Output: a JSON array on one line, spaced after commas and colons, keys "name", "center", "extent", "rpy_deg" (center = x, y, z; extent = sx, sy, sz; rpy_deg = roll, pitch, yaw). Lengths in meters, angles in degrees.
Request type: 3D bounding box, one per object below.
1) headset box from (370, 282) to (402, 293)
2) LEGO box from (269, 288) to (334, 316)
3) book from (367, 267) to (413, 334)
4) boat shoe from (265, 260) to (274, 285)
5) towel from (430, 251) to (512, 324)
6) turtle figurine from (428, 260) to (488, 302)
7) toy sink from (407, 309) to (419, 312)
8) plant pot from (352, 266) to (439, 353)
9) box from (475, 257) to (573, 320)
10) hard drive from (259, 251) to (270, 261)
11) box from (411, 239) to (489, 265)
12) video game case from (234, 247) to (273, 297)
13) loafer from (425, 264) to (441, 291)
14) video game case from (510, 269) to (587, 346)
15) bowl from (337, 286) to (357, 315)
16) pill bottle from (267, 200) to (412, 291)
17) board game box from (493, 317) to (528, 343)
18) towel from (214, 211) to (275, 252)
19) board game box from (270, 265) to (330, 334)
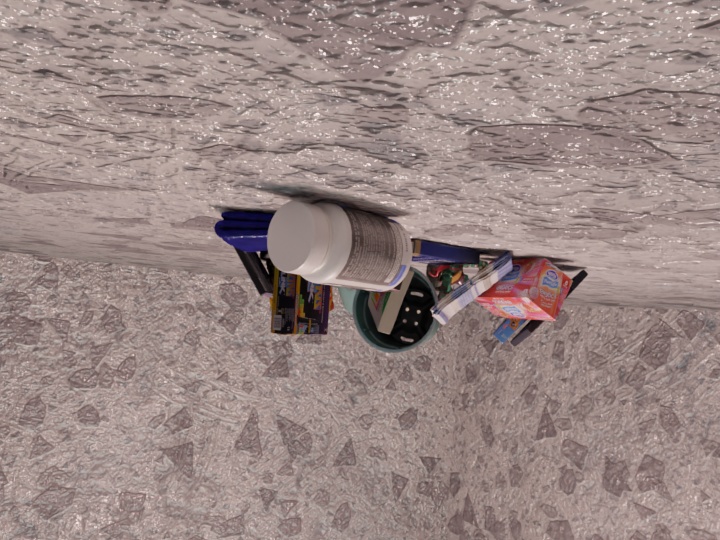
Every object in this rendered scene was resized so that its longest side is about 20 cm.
[{"name": "headset box", "center": [-0.003, -0.016, 1.211], "extent": [0.148, 0.076, 0.200], "rpy_deg": [20, 173, -12]}, {"name": "LEGO box", "center": [-0.159, 0.066, 1.762], "extent": [0.077, 0.150, 0.200], "rpy_deg": [3, -162, 29]}, {"name": "book", "center": [0.060, 0.041, 1.343], "extent": [0.048, 0.135, 0.200], "rpy_deg": [18, -171, -9]}, {"name": "boat shoe", "center": [-0.198, 0.011, 1.583], "extent": [0.071, 0.069, 0.200], "rpy_deg": [4, 177, -9]}, {"name": "towel", "center": [0.235, 0.042, 1.335], "extent": [0.199, 0.024, 0.147], "rpy_deg": [-37, 161, 3]}, {"name": "turtle figurine", "center": [0.219, 0.015, 1.458], "extent": [0.149, 0.101, 0.200], "rpy_deg": [-37, 165, -9]}, {"name": "toy sink", "center": [0.127, 0.087, 2.437], "extent": [0.199, 0.113, 0.130], "rpy_deg": [8, 179, 44]}, {"name": "plant pot", "center": [0.104, 0.099, 1.532], "extent": [0.199, 0.202, 0.196], "rpy_deg": [3, 172, 18]}, {"name": "box", "center": [0.351, 0.041, 1.416], "extent": [0.094, 0.103, 0.200], "rpy_deg": [35, 164, -20]}, {"name": "hard drive", "center": [-0.171, -0.038, 1.587], "extent": [0.138, 0.033, 0.200], "rpy_deg": [6, 176, -14]}, {"name": "box", "center": [0.153, -0.033, 1.304], "extent": [0.199, 0.033, 0.121], "rpy_deg": [6, 176, -32]}, {"name": "video game case", "center": [-0.246, -0.002, 1.525], "extent": [0.019, 0.144, 0.200], "rpy_deg": [-29, 175, -1]}, {"name": "loafer", "center": [0.208, 0.021, 1.703], "extent": [0.069, 0.070, 0.200], "rpy_deg": [3, 176, 18]}, {"name": "video game case", "center": [0.439, 0.091, 1.507], "extent": [0.019, 0.200, 0.143], "rpy_deg": [44, 165, 11]}, {"name": "bowl", "center": [0.026, 0.066, 1.805], "extent": [0.199, 0.106, 0.201], "rpy_deg": [1, -158, 0]}, {"name": "pill bottle", "center": [-0.027, -0.034, 0.915], "extent": [0.113, 0.115, 0.199], "rpy_deg": [1, 174, 42]}, {"name": "board game box", "center": [0.403, 0.084, 1.531], "extent": [0.037, 0.200, 0.151], "rpy_deg": [44, -167, 12]}, {"name": "towel", "center": [-0.159, -0.068, 1.113], "extent": [0.146, 0.050, 0.200], "rpy_deg": [-2, 175, 2]}, {"name": "board game box", "center": [-0.118, 0.032, 1.327], "extent": [0.056, 0.202, 0.165], "rpy_deg": [1, 176, 23]}]
